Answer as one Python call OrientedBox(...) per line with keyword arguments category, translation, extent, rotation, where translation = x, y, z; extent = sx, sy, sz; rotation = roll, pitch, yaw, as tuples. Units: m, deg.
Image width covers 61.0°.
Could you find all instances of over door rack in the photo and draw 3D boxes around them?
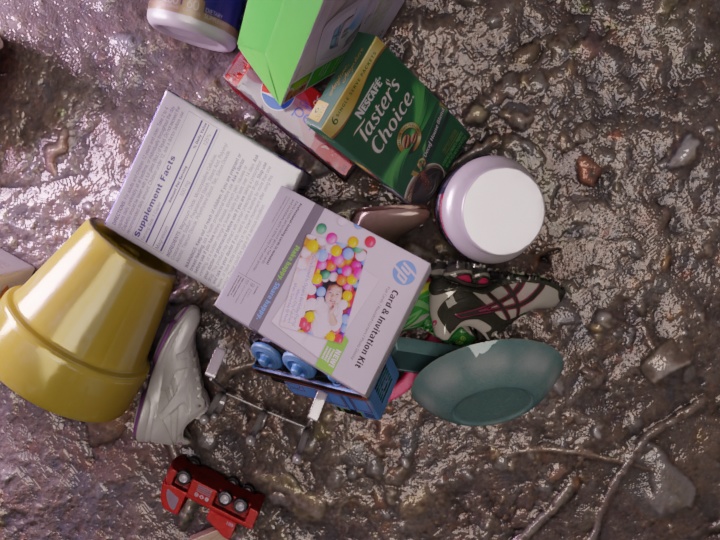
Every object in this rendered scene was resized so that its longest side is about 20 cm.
OrientedBox(category="over door rack", translation=(-0.129, 0.183, 0.778), extent=(0.144, 0.201, 0.068), rotation=(22, 61, 0))

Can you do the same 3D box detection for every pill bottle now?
OrientedBox(category="pill bottle", translation=(-0.187, -0.388, 0.748), extent=(0.112, 0.116, 0.207), rotation=(14, 97, 1))
OrientedBox(category="pill bottle", translation=(0.150, -0.072, 0.725), extent=(0.115, 0.200, 0.124), rotation=(0, 96, 3))

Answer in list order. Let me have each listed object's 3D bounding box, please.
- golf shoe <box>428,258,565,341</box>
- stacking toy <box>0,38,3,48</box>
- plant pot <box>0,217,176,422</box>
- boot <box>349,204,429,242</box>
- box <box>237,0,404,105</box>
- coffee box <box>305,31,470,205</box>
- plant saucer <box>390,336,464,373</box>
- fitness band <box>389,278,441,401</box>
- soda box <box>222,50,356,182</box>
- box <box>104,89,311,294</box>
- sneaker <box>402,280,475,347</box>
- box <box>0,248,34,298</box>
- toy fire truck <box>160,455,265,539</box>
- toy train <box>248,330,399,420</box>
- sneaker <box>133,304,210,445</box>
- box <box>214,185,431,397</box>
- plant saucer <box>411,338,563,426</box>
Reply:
OrientedBox(category="golf shoe", translation=(0.161, 0.039, 0.734), extent=(0.194, 0.077, 0.092), rotation=(6, 89, -26))
OrientedBox(category="stacking toy", translation=(-0.539, -0.214, 0.798), extent=(0.141, 0.147, 0.206), rotation=(9, 115, 2))
OrientedBox(category="plant pot", translation=(-0.334, 0.049, 0.770), extent=(0.198, 0.201, 0.192), rotation=(34, 92, -2))
OrientedBox(category="boot", translation=(0.000, 0.000, 0.782), extent=(0.195, 0.069, 0.152), rotation=(-6, 79, 35))
OrientedBox(category="box", translation=(-0.031, -0.309, 0.677), extent=(0.175, 0.200, 0.098), rotation=(-38, 90, -26))
OrientedBox(category="coffee box", translation=(0.039, -0.171, 0.740), extent=(0.198, 0.044, 0.125), rotation=(33, 92, -40))
OrientedBox(category="plant saucer", translation=(0.118, 0.120, 0.790), extent=(0.194, 0.070, 0.019), rotation=(12, 55, -16))
OrientedBox(category="fitness band", translation=(0.036, 0.082, 0.832), extent=(0.141, 0.037, 0.204), rotation=(31, 96, -1))
OrientedBox(category="soda box", translation=(-0.078, -0.203, 0.786), extent=(0.198, 0.070, 0.064), rotation=(39, 92, -3))
OrientedBox(category="box", translation=(-0.190, -0.092, 0.788), extent=(0.196, 0.105, 0.188), rotation=(29, 97, -2))
OrientedBox(category="sneaker", translation=(0.111, 0.056, 0.769), extent=(0.194, 0.074, 0.086), rotation=(-9, 75, -22))
OrientedBox(category="box", translation=(-0.539, 0.052, 0.774), extent=(0.104, 0.200, 0.156), rotation=(27, 98, -2))
OrientedBox(category="toy fire truck", translation=(-0.204, 0.370, 0.871), extent=(0.195, 0.049, 0.145), rotation=(25, 98, 0))
OrientedBox(category="toy train", translation=(-0.050, 0.114, 0.760), extent=(0.194, 0.088, 0.116), rotation=(6, 138, 31))
OrientedBox(category="sneaker", translation=(-0.244, 0.147, 0.846), extent=(0.097, 0.075, 0.206), rotation=(17, 101, -14))
OrientedBox(category="box", translation=(-0.041, 0.021, 0.680), extent=(0.196, 0.041, 0.159), rotation=(28, 80, 12))
OrientedBox(category="plant saucer", translation=(0.162, 0.154, 0.766), extent=(0.194, 0.204, 0.040), rotation=(-11, 52, 4))
